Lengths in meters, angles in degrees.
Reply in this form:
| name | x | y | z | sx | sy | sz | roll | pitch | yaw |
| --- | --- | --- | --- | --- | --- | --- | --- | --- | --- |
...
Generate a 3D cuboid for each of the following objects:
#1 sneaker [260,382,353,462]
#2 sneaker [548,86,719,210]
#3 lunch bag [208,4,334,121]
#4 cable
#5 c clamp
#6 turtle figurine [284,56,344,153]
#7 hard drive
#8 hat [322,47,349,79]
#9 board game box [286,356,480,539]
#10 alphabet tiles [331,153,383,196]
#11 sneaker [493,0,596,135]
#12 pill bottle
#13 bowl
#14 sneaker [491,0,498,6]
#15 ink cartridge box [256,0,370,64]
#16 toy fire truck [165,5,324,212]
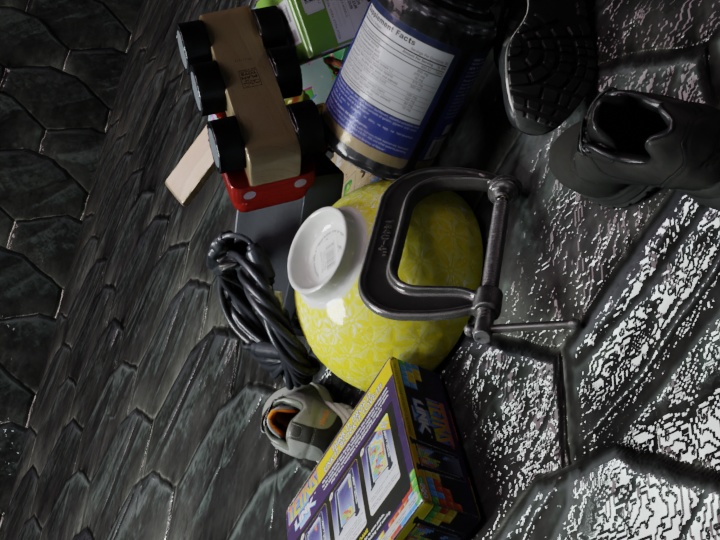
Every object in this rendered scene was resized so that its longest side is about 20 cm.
| name | x | y | z | sx | sy | sz | roll | pitch | yaw |
| --- | --- | --- | --- | --- | --- | --- | --- | --- | --- |
| sneaker | -0.066 | 0.146 | 1.066 | 0.200 | 0.079 | 0.075 | 3 | 76 | 68 |
| sneaker | 0.175 | -0.087 | 0.701 | 0.200 | 0.090 | 0.077 | 6 | 78 | 68 |
| lunch bag | -0.106 | -0.236 | 1.377 | 0.077 | 0.159 | 0.201 | 6 | 76 | 67 |
| cable | -0.094 | 0.043 | 1.047 | 0.051 | 0.164 | 0.200 | -33 | -6 | -17 |
| c clamp | 0.084 | -0.017 | 0.843 | 0.201 | 0.169 | 0.027 | -82 | -20 | -44 |
| turtle figurine | -0.013 | -0.147 | 1.087 | 0.200 | 0.160 | 0.065 | -21 | 52 | 61 |
| hard drive | -0.079 | -0.043 | 1.086 | 0.135 | 0.042 | 0.201 | 47 | 136 | 38 |
| hat | -0.053 | -0.309 | 1.221 | 0.201 | 0.175 | 0.166 | -66 | -10 | 11 |
| board game box | 0.010 | 0.201 | 0.876 | 0.201 | 0.056 | 0.166 | -58 | 23 | 27 |
| alphabet tiles | -0.012 | -0.109 | 1.253 | 0.166 | 0.006 | 0.201 | -43 | 34 | 48 |
| sneaker | 0.147 | -0.181 | 0.895 | 0.088 | 0.075 | 0.201 | 119 | 165 | -57 |
| pill bottle | 0.049 | -0.186 | 0.916 | 0.112 | 0.111 | 0.201 | -106 | 37 | -55 |
| bowl | 0.000 | 0.000 | 0.944 | 0.199 | 0.107 | 0.202 | -27 | 53 | 41 |
| sneaker | 0.133 | -0.341 | 1.065 | 0.093 | 0.070 | 0.201 | -116 | 46 | -84 |
| ink cartridge box | 0.014 | -0.264 | 1.022 | 0.148 | 0.199 | 0.076 | -160 | 49 | -74 |
| toy fire truck | -0.120 | -0.119 | 1.005 | 0.200 | 0.128 | 0.177 | 97 | 154 | -59 |
